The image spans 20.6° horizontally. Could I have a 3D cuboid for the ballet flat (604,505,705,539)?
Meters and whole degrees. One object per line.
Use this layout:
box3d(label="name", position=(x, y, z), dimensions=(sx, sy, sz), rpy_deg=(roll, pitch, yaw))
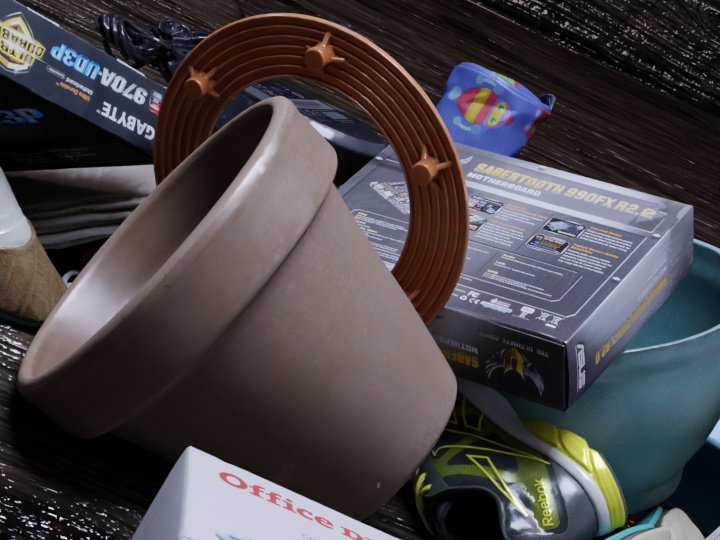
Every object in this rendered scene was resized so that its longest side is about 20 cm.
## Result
box3d(label="ballet flat", position=(0.163, 0.177, 1.137), dimensions=(0.069, 0.070, 0.200), rpy_deg=(33, 15, 18))

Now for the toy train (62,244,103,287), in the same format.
box3d(label="toy train", position=(-0.086, 0.031, 1.177), dimensions=(0.200, 0.056, 0.150), rpy_deg=(30, 15, 4))

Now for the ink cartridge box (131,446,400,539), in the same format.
box3d(label="ink cartridge box", position=(-0.026, 0.170, 0.788), dimensions=(0.146, 0.086, 0.200), rpy_deg=(25, 17, -12))

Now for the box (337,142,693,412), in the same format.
box3d(label="box", position=(0.070, -0.006, 1.152), dimensions=(0.200, 0.048, 0.158), rpy_deg=(17, 39, 28))

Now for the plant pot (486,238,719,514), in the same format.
box3d(label="plant pot", position=(0.140, 0.069, 1.228), dimensions=(0.200, 0.134, 0.200), rpy_deg=(-2, 23, 1))

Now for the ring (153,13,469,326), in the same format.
box3d(label="ring", position=(-0.033, -0.041, 1.085), dimensions=(0.200, 0.201, 0.019), rpy_deg=(32, 33, 15))

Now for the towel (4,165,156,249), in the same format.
box3d(label="towel", position=(-0.158, -0.058, 1.249), dimensions=(0.132, 0.035, 0.200), rpy_deg=(-6, 20, 2))

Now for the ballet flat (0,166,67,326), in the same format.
box3d(label="ballet flat", position=(-0.242, -0.044, 1.112), dimensions=(0.200, 0.072, 0.068), rpy_deg=(32, 28, 9))

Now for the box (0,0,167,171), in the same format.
box3d(label="box", position=(-0.229, -0.106, 1.153), dimensions=(0.200, 0.046, 0.159), rpy_deg=(1, -18, 38))

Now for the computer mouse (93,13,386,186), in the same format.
box3d(label="computer mouse", position=(-0.073, -0.101, 1.280), dimensions=(0.200, 0.053, 0.138), rpy_deg=(31, 13, 23))

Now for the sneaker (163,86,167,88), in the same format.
box3d(label="sneaker", position=(-0.103, -0.072, 1.471), dimensions=(0.200, 0.076, 0.116), rpy_deg=(37, 9, -9))

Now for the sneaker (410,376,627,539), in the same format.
box3d(label="sneaker", position=(0.054, 0.110, 1.132), dimensions=(0.085, 0.075, 0.200), rpy_deg=(-34, 36, -31))

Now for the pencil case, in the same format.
box3d(label="pencil case", position=(0.064, -0.054, 1.444), dimensions=(0.078, 0.200, 0.087), rpy_deg=(27, 4, 1))

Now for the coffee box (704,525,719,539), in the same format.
box3d(label="coffee box", position=(0.314, 0.185, 1.033), dimensions=(0.200, 0.200, 0.198), rpy_deg=(42, 15, -7))

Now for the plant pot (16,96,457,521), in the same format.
box3d(label="plant pot", position=(-0.048, 0.039, 1.022), dimensions=(0.175, 0.200, 0.200), rpy_deg=(42, 12, -15))

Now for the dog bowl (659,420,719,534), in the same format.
box3d(label="dog bowl", position=(0.213, 0.112, 1.343), dimensions=(0.200, 0.112, 0.050), rpy_deg=(31, 53, 10))
